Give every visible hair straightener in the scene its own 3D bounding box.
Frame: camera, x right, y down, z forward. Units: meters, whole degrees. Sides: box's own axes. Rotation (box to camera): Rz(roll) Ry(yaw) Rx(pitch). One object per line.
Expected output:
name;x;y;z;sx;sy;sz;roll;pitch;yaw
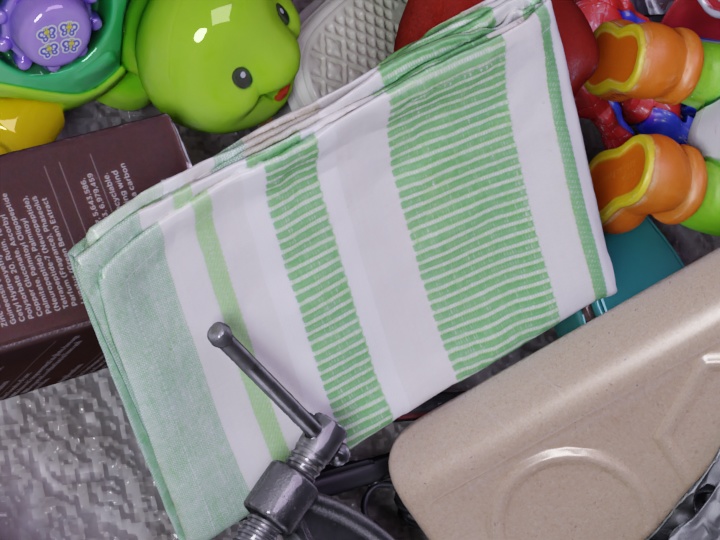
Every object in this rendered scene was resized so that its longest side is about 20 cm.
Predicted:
hair straightener;0.014;0.087;0.987;0.199;0.041;0.077;-4;86;-32

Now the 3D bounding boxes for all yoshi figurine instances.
yoshi figurine;0.184;-0.047;1.035;0.199;0.113;0.112;7;35;-21

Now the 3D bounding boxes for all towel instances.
towel;0.000;0.000;0.899;0.199;0.023;0.153;-31;130;-16

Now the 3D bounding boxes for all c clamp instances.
c clamp;-0.049;0.144;0.895;0.171;0.027;0.201;38;76;-36

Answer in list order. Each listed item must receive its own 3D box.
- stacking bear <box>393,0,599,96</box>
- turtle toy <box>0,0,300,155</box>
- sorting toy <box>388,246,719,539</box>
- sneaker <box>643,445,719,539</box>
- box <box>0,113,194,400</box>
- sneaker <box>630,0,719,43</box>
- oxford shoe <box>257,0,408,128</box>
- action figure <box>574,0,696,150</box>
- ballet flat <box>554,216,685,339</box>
stacking bear;0.050;-0.146;0.977;0.113;0.121;0.201;7;74;-33
turtle toy;-0.114;-0.117;0.946;0.199;0.101;0.146;32;62;-6
sorting toy;0.136;0.105;0.957;0.201;0.185;0.036;57;17;-10
sneaker;0.103;0.155;0.931;0.104;0.200;0.060;48;16;-5
box;-0.158;0.012;0.889;0.199;0.100;0.075;-18;81;-30
sneaker;0.196;-0.105;1.114;0.200;0.071;0.113;41;56;1
oxford shoe;0.019;-0.104;1.040;0.075;0.058;0.200;55;46;-6
action figure;0.134;-0.068;1.071;0.199;0.052;0.066;28;66;-32
ballet flat;0.125;0.057;1.022;0.067;0.070;0.201;-24;75;-41
